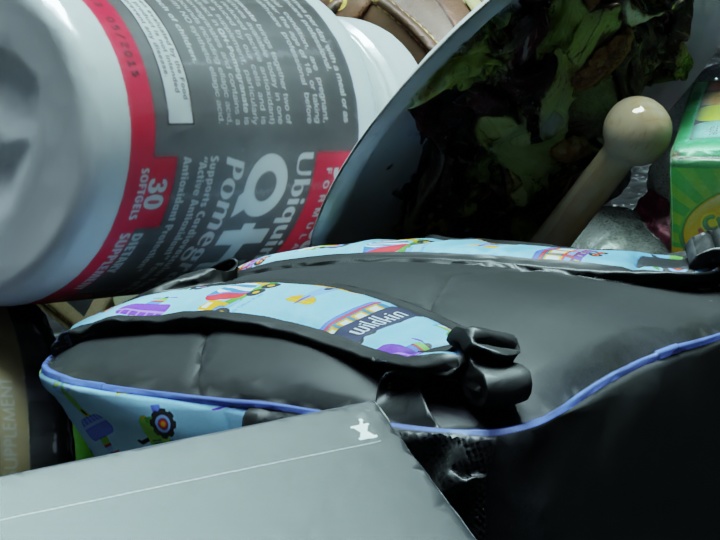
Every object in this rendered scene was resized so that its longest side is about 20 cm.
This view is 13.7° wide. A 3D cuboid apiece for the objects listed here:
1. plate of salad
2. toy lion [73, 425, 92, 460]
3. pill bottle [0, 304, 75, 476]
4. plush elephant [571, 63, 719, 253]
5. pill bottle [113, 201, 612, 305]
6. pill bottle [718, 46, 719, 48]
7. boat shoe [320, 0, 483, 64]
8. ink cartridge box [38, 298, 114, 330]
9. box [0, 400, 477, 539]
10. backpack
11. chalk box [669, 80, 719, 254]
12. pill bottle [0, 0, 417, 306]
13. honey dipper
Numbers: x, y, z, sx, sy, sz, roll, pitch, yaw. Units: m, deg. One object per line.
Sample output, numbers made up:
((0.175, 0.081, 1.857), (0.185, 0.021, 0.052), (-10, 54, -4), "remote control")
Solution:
((0.067, -0.050, 1.019), (0.200, 0.200, 0.048), (-17, 59, -46), "plate of salad")
((-0.155, 0.055, 1.174), (0.199, 0.069, 0.192), (-2, 5, 5), "toy lion")
((-0.200, 0.063, 0.960), (0.199, 0.112, 0.112), (0, 11, -21), "pill bottle")
((0.139, -0.002, 1.187), (0.155, 0.165, 0.200), (-35, -34, 16), "plush elephant")
((0.001, -0.007, 1.274), (0.200, 0.113, 0.113), (-14, 17, -38), "pill bottle")
((0.092, -0.124, 1.211), (0.112, 0.112, 0.200), (-6, -4, -13), "pill bottle")
((-0.004, -0.092, 1.177), (0.067, 0.072, 0.200), (-6, 35, -28), "boat shoe")
((-0.055, -0.062, 1.354), (0.075, 0.165, 0.200), (38, 24, 21), "ink cartridge box")
((-0.055, 0.117, 0.701), (0.200, 0.079, 0.141), (-10, 45, -29), "box")
((0.008, 0.062, 0.914), (0.200, 0.135, 0.182), (4, 14, 35), "backpack")
((0.166, 0.000, 1.004), (0.123, 0.201, 0.124), (-1, 12, 11), "chalk box")
((-0.064, -0.047, 1.018), (0.110, 0.111, 0.200), (7, 7, 36), "pill bottle")
((0.044, 0.017, 1.010), (0.038, 0.200, 0.038), (27, 29, -17), "honey dipper")
